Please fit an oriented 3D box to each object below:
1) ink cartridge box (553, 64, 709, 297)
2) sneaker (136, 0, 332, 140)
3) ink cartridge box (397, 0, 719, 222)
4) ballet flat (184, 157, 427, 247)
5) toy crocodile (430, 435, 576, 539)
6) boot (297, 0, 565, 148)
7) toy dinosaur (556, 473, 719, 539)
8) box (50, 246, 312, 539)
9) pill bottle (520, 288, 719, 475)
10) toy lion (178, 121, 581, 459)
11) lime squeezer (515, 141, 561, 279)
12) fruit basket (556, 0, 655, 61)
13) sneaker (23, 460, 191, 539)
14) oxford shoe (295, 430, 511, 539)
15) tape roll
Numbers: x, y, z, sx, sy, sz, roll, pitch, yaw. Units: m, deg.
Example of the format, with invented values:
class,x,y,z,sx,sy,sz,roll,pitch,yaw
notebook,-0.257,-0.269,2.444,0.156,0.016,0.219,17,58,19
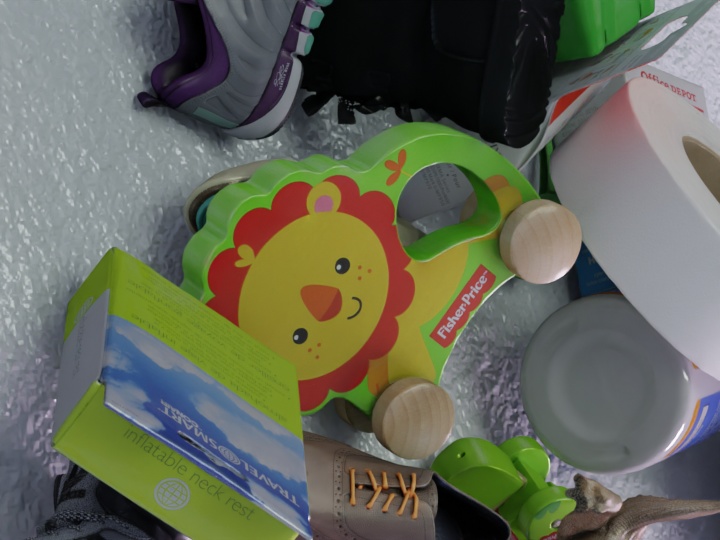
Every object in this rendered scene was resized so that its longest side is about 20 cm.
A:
class,x,y,z,sx,sy,sz,roll,pitch,yaw
ink cartridge box,0.194,-0.076,1.505,0.115,0.068,0.200,13,64,-51
sneaker,-0.059,-0.174,1.208,0.088,0.074,0.200,12,98,-38
ink cartridge box,0.127,-0.102,1.328,0.163,0.200,0.057,-43,115,-56
ballet flat,-0.029,-0.028,1.249,0.200,0.069,0.070,24,56,-42
toy crocodile,0.122,0.160,1.328,0.200,0.062,0.068,37,13,-39
boot,0.039,-0.172,1.242,0.073,0.162,0.198,-17,122,-56
toy dinosaur,0.124,0.182,1.238,0.086,0.200,0.136,47,6,18
box,-0.086,0.069,1.047,0.122,0.048,0.200,35,15,-16
pill bottle,0.186,0.064,1.389,0.200,0.112,0.112,-7,78,-66
toy lion,0.000,0.000,1.197,0.192,0.069,0.200,39,85,-33
lime squeezer,0.104,-0.034,1.425,0.071,0.038,0.200,32,43,7
fruit basket,0.067,-0.225,1.330,0.156,0.216,0.216,-38,102,-50
sneaker,-0.148,0.133,1.028,0.200,0.075,0.114,23,51,-42
oxford shoe,0.001,0.122,1.195,0.200,0.073,0.071,24,56,-40
tape roll,0.210,-0.022,1.330,0.202,0.071,0.202,40,22,-20
